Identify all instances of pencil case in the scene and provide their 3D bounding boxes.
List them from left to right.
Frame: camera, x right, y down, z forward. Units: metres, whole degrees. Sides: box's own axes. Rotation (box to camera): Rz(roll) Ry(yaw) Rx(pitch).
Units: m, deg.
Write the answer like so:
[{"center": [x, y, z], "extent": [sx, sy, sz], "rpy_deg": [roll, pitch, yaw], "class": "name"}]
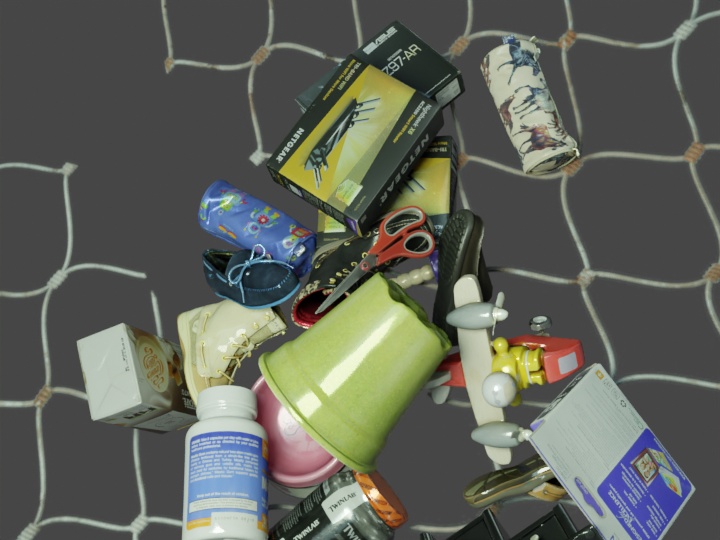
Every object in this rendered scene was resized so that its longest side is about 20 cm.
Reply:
[{"center": [-0.152, -0.057, 1.523], "extent": [0.198, 0.079, 0.087], "rpy_deg": [30, 53, 23], "class": "pencil case"}, {"center": [0.238, -0.228, 1.449], "extent": [0.089, 0.077, 0.203], "rpy_deg": [-30, 67, 28], "class": "pencil case"}]

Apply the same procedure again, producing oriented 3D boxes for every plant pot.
[{"center": [0.007, 0.112, 1.279], "extent": [0.184, 0.200, 0.201], "rpy_deg": [-46, 68, 7], "class": "plant pot"}]

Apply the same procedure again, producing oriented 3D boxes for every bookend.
[{"center": [0.189, 0.346, 1.246], "extent": [0.199, 0.199, 0.093], "rpy_deg": [-35, 106, 4], "class": "bookend"}]

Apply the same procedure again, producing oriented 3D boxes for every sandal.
[{"center": [0.229, 0.270, 1.316], "extent": [0.197, 0.082, 0.055], "rpy_deg": [-20, 94, -6], "class": "sandal"}]

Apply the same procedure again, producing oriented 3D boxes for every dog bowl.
[{"center": [-0.077, 0.211, 1.435], "extent": [0.196, 0.074, 0.204], "rpy_deg": [-5, 74, 16], "class": "dog bowl"}]

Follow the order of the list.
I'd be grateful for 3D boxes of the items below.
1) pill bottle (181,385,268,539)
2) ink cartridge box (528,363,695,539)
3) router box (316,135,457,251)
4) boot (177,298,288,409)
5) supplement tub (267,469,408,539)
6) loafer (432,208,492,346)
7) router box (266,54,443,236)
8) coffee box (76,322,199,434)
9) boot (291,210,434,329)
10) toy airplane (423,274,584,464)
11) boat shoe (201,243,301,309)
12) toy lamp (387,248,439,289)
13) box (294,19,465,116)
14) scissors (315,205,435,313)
[{"center": [-0.174, 0.258, 1.346], "extent": [0.110, 0.112, 0.203], "rpy_deg": [-10, 61, 14], "class": "pill bottle"}, {"center": [0.292, 0.237, 1.237], "extent": [0.199, 0.199, 0.043], "rpy_deg": [53, 132, 6], "class": "ink cartridge box"}, {"center": [0.039, -0.106, 1.493], "extent": [0.196, 0.052, 0.160], "rpy_deg": [-2, 75, 17], "class": "router box"}, {"center": [-0.173, 0.118, 1.482], "extent": [0.153, 0.073, 0.202], "rpy_deg": [-25, 54, 8], "class": "boot"}, {"center": [-0.041, 0.352, 1.360], "extent": [0.199, 0.122, 0.123], "rpy_deg": [-41, 68, 4], "class": "supplement tub"}, {"center": [0.142, 0.010, 1.391], "extent": [0.070, 0.203, 0.073], "rpy_deg": [-2, 31, -15], "class": "loafer"}, {"center": [-0.006, -0.171, 1.397], "extent": [0.156, 0.052, 0.201], "rpy_deg": [31, 76, 19], "class": "router box"}, {"center": [-0.302, 0.156, 1.449], "extent": [0.079, 0.200, 0.116], "rpy_deg": [-20, 70, 12], "class": "coffee box"}, {"center": [0.000, 0.000, 1.388], "extent": [0.197, 0.151, 0.074], "rpy_deg": [-18, 114, 27], "class": "boot"}, {"center": [0.163, 0.131, 1.331], "extent": [0.198, 0.141, 0.200], "rpy_deg": [32, 109, -6], "class": "toy airplane"}, {"center": [-0.166, 0.007, 1.453], "extent": [0.198, 0.069, 0.084], "rpy_deg": [1, 38, 44], "class": "boat shoe"}, {"center": [0.057, 0.018, 1.453], "extent": [0.197, 0.058, 0.059], "rpy_deg": [-23, 70, 12], "class": "toy lamp"}, {"center": [0.028, -0.254, 1.503], "extent": [0.199, 0.044, 0.160], "rpy_deg": [-38, 56, -7], "class": "box"}, {"center": [0.010, -0.017, 1.336], "extent": [0.198, 0.014, 0.074], "rpy_deg": [-28, 79, -17], "class": "scissors"}]
